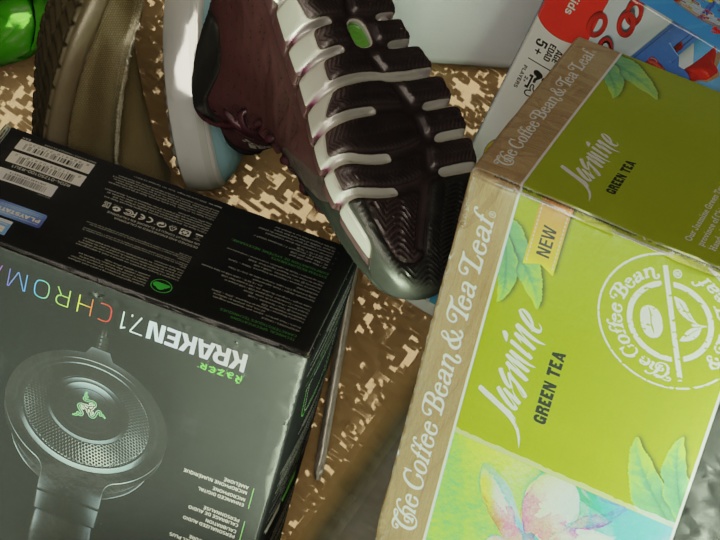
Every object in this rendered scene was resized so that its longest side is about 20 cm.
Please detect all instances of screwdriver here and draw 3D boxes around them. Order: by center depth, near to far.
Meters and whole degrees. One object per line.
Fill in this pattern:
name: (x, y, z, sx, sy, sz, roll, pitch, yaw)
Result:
screwdriver: (0.000, 0.000, 1.368, 0.029, 0.028, 0.202, 3, 84, 34)

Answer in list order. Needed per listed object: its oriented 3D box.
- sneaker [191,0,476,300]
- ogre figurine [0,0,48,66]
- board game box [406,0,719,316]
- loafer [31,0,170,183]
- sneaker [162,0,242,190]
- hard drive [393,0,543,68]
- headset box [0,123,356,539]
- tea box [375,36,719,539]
sneaker: (-0.017, -0.060, 1.281, 0.075, 0.116, 0.201, -4, 64, -33)
ogre figurine: (-0.156, -0.187, 1.368, 0.119, 0.098, 0.201, 6, 71, 23)
board game box: (0.143, -0.022, 1.290, 0.195, 0.056, 0.201, 31, 125, 7)
loafer: (-0.119, -0.056, 1.339, 0.067, 0.076, 0.201, 4, 125, -13)
sneaker: (-0.045, -0.136, 1.360, 0.081, 0.074, 0.202, 5, 87, 10)
hard drive: (0.093, -0.138, 1.322, 0.198, 0.132, 0.027, 4, 56, 6)
headset box: (-0.112, 0.064, 1.302, 0.173, 0.093, 0.201, 20, 125, 5)
tea box: (0.133, 0.044, 1.213, 0.196, 0.134, 0.201, 23, 126, 14)
